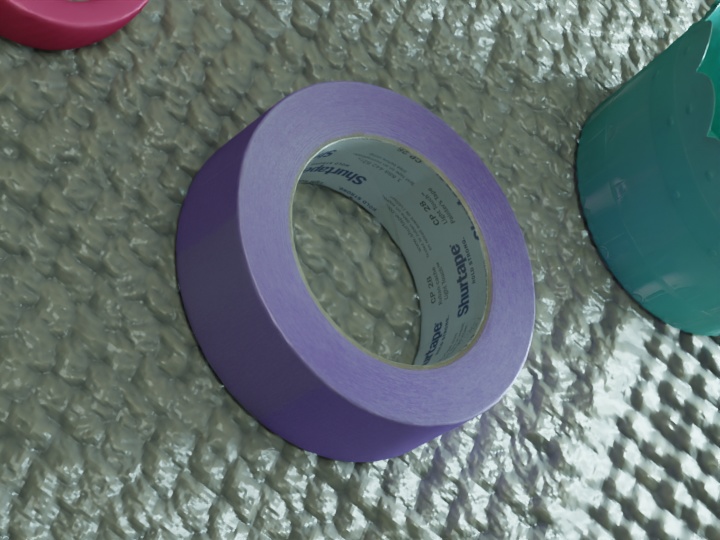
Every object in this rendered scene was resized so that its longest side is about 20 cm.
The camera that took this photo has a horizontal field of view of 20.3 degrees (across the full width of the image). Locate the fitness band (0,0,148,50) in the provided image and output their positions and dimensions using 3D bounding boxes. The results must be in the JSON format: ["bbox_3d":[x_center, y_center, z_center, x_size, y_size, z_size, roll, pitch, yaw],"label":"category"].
[{"bbox_3d":[-0.187,-0.211,1.075,0.200,0.037,0.144,54,47,-3],"label":"fitness band"}]

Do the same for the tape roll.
[{"bbox_3d":[0.000,0.000,1.101,0.199,0.066,0.201,17,59,-32],"label":"tape roll"}]

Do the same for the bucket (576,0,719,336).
[{"bbox_3d":[0.247,-0.063,1.284,0.206,0.135,0.208,17,59,-32],"label":"bucket"}]
